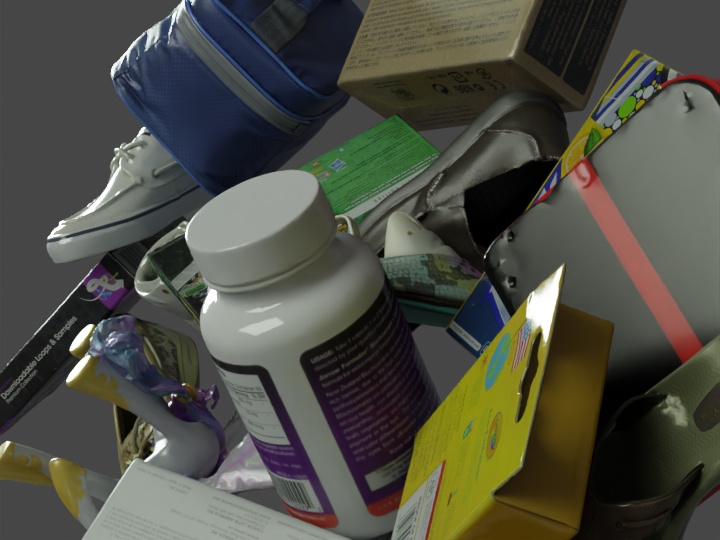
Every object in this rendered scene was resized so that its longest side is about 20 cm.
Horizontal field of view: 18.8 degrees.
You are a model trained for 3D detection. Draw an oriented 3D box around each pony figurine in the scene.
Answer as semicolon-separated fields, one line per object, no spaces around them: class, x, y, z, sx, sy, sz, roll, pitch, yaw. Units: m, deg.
pony figurine;-0.113;0.123;1.398;0.166;0.200;0.193;-21;32;58

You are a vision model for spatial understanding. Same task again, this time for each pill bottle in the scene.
pill bottle;-0.025;0.047;1.250;0.111;0.200;0.112;-18;27;10

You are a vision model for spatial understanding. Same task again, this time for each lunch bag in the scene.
lunch bag;-0.068;-0.158;1.562;0.132;0.136;0.200;-41;5;28

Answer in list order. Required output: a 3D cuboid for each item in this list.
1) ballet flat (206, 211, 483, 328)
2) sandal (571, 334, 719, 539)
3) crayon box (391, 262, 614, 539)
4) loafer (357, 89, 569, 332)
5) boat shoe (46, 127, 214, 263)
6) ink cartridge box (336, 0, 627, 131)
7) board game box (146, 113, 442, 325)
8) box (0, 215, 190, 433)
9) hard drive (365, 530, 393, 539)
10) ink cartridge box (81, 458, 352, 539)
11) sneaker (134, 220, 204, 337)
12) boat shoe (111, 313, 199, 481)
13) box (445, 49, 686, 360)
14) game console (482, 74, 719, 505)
ballet flat;0.000;0.000;1.328;0.199;0.069;0.071;0;74;20
sandal;0.141;0.098;1.092;0.201;0.057;0.080;-52;52;19
crayon box;0.074;0.101;1.123;0.200;0.051;0.127;124;165;-55
loafer;0.057;-0.025;1.359;0.200;0.073;0.071;-50;32;16
boat shoe;-0.156;-0.070;1.607;0.200;0.070;0.071;-29;16;-32
ink cartridge box;0.091;-0.185;1.449;0.200;0.075;0.165;-1;62;56
board game box;-0.033;-0.029;1.432;0.200;0.024;0.105;-30;38;-12
box;-0.218;0.044;1.670;0.200;0.036;0.143;-47;0;21
hard drive;-0.008;0.233;1.268;0.200;0.038;0.140;-57;31;2
ink cartridge box;-0.108;0.218;1.232;0.162;0.050;0.200;17;62;27
sneaker;-0.079;0.019;1.481;0.200;0.115;0.074;-2;60;53
boat shoe;-0.152;0.112;1.554;0.073;0.063;0.200;-45;33;22
box;0.138;-0.021;1.248;0.200;0.064;0.070;-56;31;5
game console;0.168;0.013;1.147;0.177;0.031;0.200;-44;55;25
